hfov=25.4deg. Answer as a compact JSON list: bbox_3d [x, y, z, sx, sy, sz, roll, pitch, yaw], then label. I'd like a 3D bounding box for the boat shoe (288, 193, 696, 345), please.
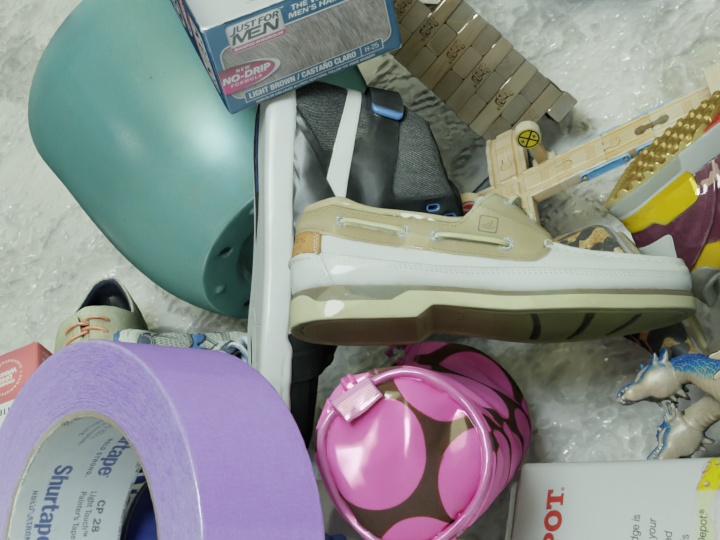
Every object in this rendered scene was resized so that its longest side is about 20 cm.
[{"bbox_3d":[0.065,-0.004,0.778,0.199,0.075,0.069,1,72,-6],"label":"boat shoe"}]

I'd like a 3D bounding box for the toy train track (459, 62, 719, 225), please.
[{"bbox_3d":[0.115,-0.067,0.865,0.200,0.033,0.115,-25,39,18],"label":"toy train track"}]

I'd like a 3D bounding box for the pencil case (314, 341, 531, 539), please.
[{"bbox_3d":[0.031,0.079,0.785,0.091,0.200,0.094,-28,86,7],"label":"pencil case"}]

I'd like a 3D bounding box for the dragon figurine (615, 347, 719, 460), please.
[{"bbox_3d":[0.205,0.025,0.746,0.200,0.059,0.099,-40,6,7],"label":"dragon figurine"}]

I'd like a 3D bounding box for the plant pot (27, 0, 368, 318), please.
[{"bbox_3d":[-0.075,-0.069,0.959,0.200,0.201,0.161,-38,59,3],"label":"plant pot"}]

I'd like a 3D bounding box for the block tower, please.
[{"bbox_3d":[0.036,-0.148,0.951,0.058,0.200,0.054,-49,5,8],"label":"block tower"}]

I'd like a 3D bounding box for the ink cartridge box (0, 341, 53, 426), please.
[{"bbox_3d":[-0.226,0.156,0.970,0.116,0.068,0.200,-22,51,16],"label":"ink cartridge box"}]

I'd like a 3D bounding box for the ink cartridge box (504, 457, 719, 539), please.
[{"bbox_3d":[0.169,0.166,0.725,0.200,0.084,0.145,-6,58,26],"label":"ink cartridge box"}]

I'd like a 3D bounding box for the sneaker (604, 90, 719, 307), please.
[{"bbox_3d":[0.218,-0.060,0.774,0.200,0.090,0.075,-37,10,37],"label":"sneaker"}]

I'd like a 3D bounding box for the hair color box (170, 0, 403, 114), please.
[{"bbox_3d":[-0.063,-0.178,0.860,0.100,0.061,0.200,-22,47,-7],"label":"hair color box"}]

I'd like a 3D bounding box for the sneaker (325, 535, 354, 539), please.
[{"bbox_3d":[0.008,0.219,0.706,0.085,0.077,0.200,8,70,-12],"label":"sneaker"}]

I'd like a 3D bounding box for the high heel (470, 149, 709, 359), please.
[{"bbox_3d":[0.094,0.031,0.876,0.143,0.071,0.200,-44,45,5],"label":"high heel"}]

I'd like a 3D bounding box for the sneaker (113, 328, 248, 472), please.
[{"bbox_3d":[-0.082,0.060,0.888,0.085,0.200,0.077,-11,92,5],"label":"sneaker"}]

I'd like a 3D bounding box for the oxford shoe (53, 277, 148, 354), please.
[{"bbox_3d":[-0.160,0.063,0.929,0.071,0.074,0.200,-11,18,-1],"label":"oxford shoe"}]

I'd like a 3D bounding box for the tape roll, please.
[{"bbox_3d":[-0.101,0.133,0.718,0.200,0.066,0.201,-10,77,49],"label":"tape roll"}]

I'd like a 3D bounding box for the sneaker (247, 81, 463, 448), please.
[{"bbox_3d":[0.000,0.000,0.836,0.112,0.073,0.201,2,87,-10],"label":"sneaker"}]

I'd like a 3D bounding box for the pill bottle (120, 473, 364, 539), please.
[{"bbox_3d":[-0.086,0.163,0.850,0.200,0.120,0.120,-9,56,24],"label":"pill bottle"}]
